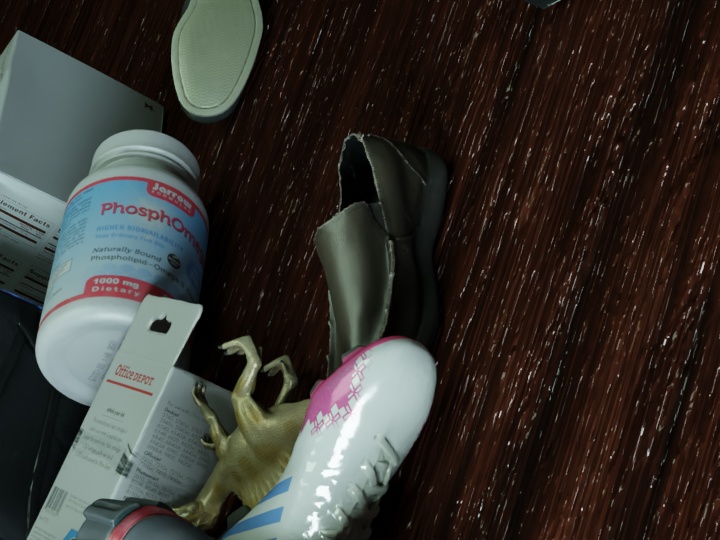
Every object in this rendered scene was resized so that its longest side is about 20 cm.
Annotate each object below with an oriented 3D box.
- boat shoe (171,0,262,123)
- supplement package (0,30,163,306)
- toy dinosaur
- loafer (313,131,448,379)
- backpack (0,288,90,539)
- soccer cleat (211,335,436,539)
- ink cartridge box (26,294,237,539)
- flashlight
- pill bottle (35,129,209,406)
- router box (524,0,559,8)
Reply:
[{"bbox_3d":[-0.111,-0.193,1.769,0.068,0.072,0.200,87,-176,-54],"label":"boat shoe"},{"bbox_3d":[-0.281,-0.049,1.835,0.200,0.147,0.191,-48,26,32],"label":"supplement package"},{"bbox_3d":[-0.056,0.095,1.330,0.200,0.058,0.101,-42,49,43],"label":"toy dinosaur"},{"bbox_3d":[0.000,0.000,1.275,0.073,0.071,0.200,-42,29,40],"label":"loafer"},{"bbox_3d":[-0.278,0.123,1.586,0.147,0.183,0.200,-36,31,45],"label":"backpack"},{"bbox_3d":[-0.013,0.128,1.181,0.200,0.070,0.086,-55,39,22],"label":"soccer cleat"},{"bbox_3d":[-0.139,0.121,1.437,0.116,0.068,0.200,9,72,65],"label":"ink cartridge box"},{"bbox_3d":[-0.064,0.160,1.126,0.200,0.068,0.068,5,27,43],"label":"flashlight"},{"bbox_3d":[-0.166,-0.005,1.590,0.109,0.109,0.200,-43,29,38],"label":"pill bottle"},{"bbox_3d":[0.150,-0.265,1.270,0.150,0.062,0.200,-21,45,56],"label":"router box"}]
